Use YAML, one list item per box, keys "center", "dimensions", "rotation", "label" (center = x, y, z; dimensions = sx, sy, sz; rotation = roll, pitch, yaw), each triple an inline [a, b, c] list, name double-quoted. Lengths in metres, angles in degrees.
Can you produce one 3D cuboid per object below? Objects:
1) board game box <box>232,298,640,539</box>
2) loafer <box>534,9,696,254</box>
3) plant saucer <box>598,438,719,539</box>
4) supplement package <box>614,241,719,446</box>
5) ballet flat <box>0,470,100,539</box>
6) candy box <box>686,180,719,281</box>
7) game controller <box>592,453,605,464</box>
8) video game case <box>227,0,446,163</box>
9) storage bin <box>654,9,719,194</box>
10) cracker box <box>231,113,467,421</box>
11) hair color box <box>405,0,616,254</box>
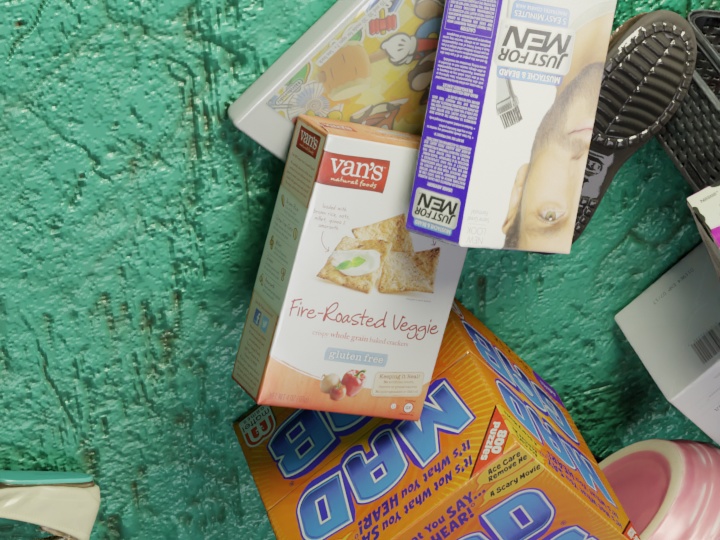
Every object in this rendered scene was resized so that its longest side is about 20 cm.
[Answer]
- center: [0.060, 0.169, 1.714]
  dimensions: [0.200, 0.200, 0.200]
  rotation: [-39, 132, 11]
  label: "board game box"
- center: [0.164, -0.109, 1.619]
  dimensions: [0.073, 0.071, 0.200]
  rotation: [29, 106, -27]
  label: "loafer"
- center: [0.212, 0.207, 1.780]
  dimensions: [0.200, 0.201, 0.051]
  rotation: [-40, 110, 12]
  label: "plant saucer"
- center: [0.319, 0.081, 1.813]
  dimensions: [0.114, 0.110, 0.200]
  rotation: [-41, 132, 12]
  label: "supplement package"
- center: [-0.286, 0.175, 1.653]
  dimensions: [0.199, 0.070, 0.070]
  rotation: [10, 123, -29]
  label: "ballet flat"
- center: [0.327, -0.004, 1.592]
  dimensions: [0.136, 0.061, 0.200]
  rotation: [-28, 134, 2]
  label: "candy box"
- center: [0.143, 0.229, 1.908]
  dimensions: [0.104, 0.042, 0.200]
  rotation: [27, 114, -37]
  label: "game controller"
- center: [0.035, -0.131, 1.575]
  dimensions: [0.200, 0.023, 0.182]
  rotation: [-43, 131, 14]
  label: "video game case"
- center: [0.327, -0.110, 1.639]
  dimensions: [0.199, 0.135, 0.094]
  rotation: [2, 127, -25]
  label: "storage bin"
- center: [0.000, 0.000, 1.577]
  dimensions: [0.133, 0.058, 0.201]
  rotation: [7, 105, -28]
  label: "cracker box"
- center: [0.105, -0.116, 1.521]
  dimensions: [0.109, 0.065, 0.201]
  rotation: [3, 102, -41]
  label: "hair color box"
